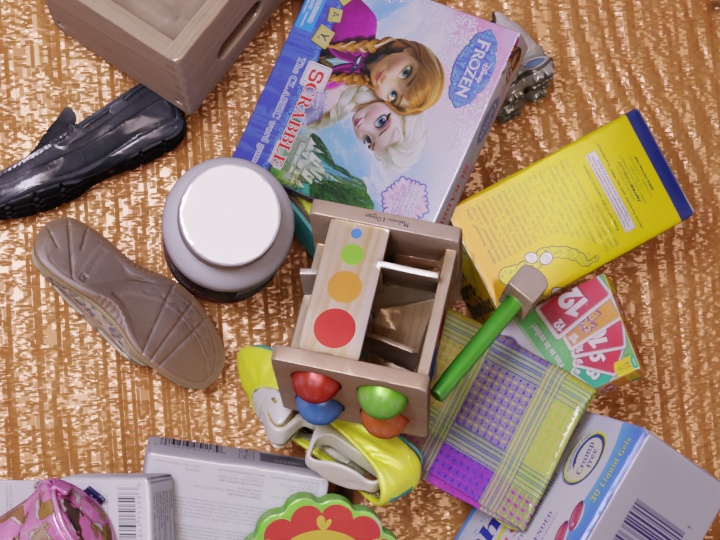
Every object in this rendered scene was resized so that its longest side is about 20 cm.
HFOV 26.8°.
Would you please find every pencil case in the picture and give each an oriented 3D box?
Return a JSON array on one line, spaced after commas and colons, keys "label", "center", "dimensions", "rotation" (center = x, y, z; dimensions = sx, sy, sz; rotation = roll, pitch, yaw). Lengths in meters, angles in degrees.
[{"label": "pencil case", "center": [-0.297, 0.249, 1.241], "dimensions": [0.199, 0.087, 0.083], "rotation": [-33, 133, 17]}]

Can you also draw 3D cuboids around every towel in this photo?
[{"label": "towel", "center": [0.097, 0.122, 1.305], "dimensions": [0.199, 0.023, 0.145], "rotation": [26, 88, 38]}]

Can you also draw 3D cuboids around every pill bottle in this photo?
[{"label": "pill bottle", "center": [-0.112, -0.034, 1.269], "dimensions": [0.110, 0.200, 0.112], "rotation": [1, 84, -7]}]

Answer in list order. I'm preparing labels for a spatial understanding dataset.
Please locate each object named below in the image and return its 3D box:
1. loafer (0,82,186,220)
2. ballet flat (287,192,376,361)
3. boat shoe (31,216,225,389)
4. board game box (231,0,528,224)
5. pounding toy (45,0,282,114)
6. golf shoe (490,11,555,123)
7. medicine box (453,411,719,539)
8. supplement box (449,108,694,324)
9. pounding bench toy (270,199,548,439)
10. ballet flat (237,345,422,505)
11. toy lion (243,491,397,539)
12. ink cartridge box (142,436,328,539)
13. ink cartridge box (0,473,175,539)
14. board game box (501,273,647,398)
[{"label": "loafer", "center": [-0.250, -0.107, 1.327], "dimensions": [0.199, 0.068, 0.071], "rotation": [-27, 81, -15]}, {"label": "ballet flat", "center": [0.000, 0.000, 1.351], "dimensions": [0.067, 0.067, 0.201], "rotation": [-28, 82, -23]}, {"label": "boat shoe", "center": [-0.203, 0.031, 1.327], "dimensions": [0.200, 0.063, 0.073], "rotation": [43, 65, -6]}, {"label": "board game box", "center": [0.015, -0.143, 1.306], "dimensions": [0.198, 0.041, 0.201], "rotation": [23, 86, 20]}, {"label": "pounding toy", "center": [-0.143, -0.255, 1.328], "dimensions": [0.183, 0.142, 0.201], "rotation": [33, 74, 12]}, {"label": "golf shoe", "center": [0.077, -0.163, 1.382], "dimensions": [0.199, 0.078, 0.098], "rotation": [-30, 76, -16]}, {"label": "medicine box", "center": [0.184, 0.222, 1.282], "dimensions": [0.103, 0.200, 0.183], "rotation": [35, 81, -18]}, {"label": "supplement box", "center": [0.177, -0.044, 1.356], "dimensions": [0.199, 0.109, 0.110], "rotation": [-28, 87, -9]}, {"label": "pounding bench toy", "center": [0.042, 0.056, 1.220], "dimensions": [0.198, 0.124, 0.157], "rotation": [11, 68, 7]}, {"label": "ballet flat", "center": [-0.039, 0.135, 1.294], "dimensions": [0.199, 0.067, 0.067], "rotation": [32, 48, 17]}, {"label": "toy lion", "center": [-0.060, 0.289, 1.292], "dimensions": [0.198, 0.069, 0.194], "rotation": [-6, 94, -5]}, {"label": "ink cartridge box", "center": [-0.123, 0.257, 1.329], "dimensions": [0.161, 0.057, 0.202], "rotation": [9, 104, -7]}, {"label": "ink cartridge box", "center": [-0.240, 0.275, 1.288], "dimensions": [0.172, 0.043, 0.202], "rotation": [-3, 88, 25]}, {"label": "board game box", "center": [0.144, 0.088, 1.322], "dimensions": [0.199, 0.030, 0.096], "rotation": [-29, 58, 21]}]
